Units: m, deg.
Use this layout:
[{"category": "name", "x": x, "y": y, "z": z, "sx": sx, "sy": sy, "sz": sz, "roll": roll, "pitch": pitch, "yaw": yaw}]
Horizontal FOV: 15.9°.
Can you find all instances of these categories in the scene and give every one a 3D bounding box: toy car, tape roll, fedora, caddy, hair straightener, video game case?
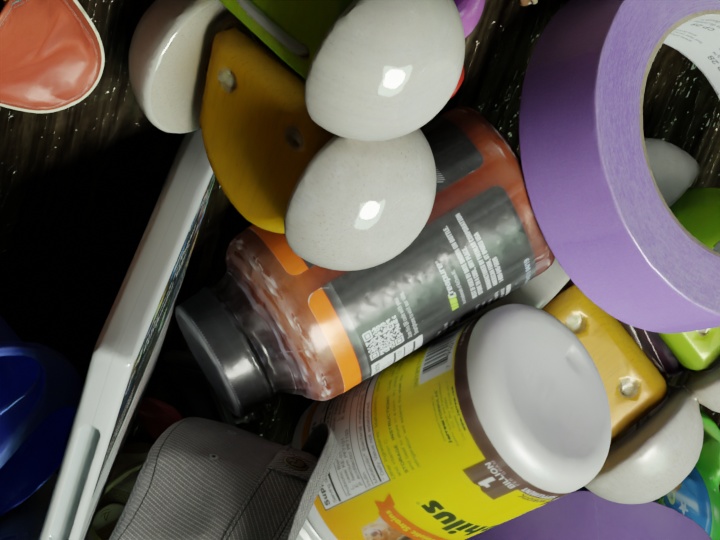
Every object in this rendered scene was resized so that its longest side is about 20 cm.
[{"category": "toy car", "x": 0.160, "y": 0.026, "z": 1.549, "sx": 0.200, "sy": 0.175, "sz": 0.150, "roll": -39, "pitch": -173, "yaw": 2}, {"category": "toy car", "x": -0.008, "y": -0.114, "z": 1.216, "sx": 0.150, "sy": 0.175, "sz": 0.200, "roll": -28, "pitch": 147, "yaw": -32}, {"category": "tape roll", "x": 0.134, "y": 0.228, "z": 1.651, "sx": 0.199, "sy": 0.085, "sz": 0.200, "roll": 0, "pitch": 143, "yaw": 0}, {"category": "tape roll", "x": 0.182, "y": -0.069, "z": 1.413, "sx": 0.199, "sy": 0.201, "sz": 0.066, "roll": -6, "pitch": 176, "yaw": -37}, {"category": "fedora", "x": -0.088, "y": 0.146, "z": 1.362, "sx": 0.177, "sy": 0.090, "sz": 0.200, "roll": -60, "pitch": 180, "yaw": 32}, {"category": "caddy", "x": -0.236, "y": 0.092, "z": 1.316, "sx": 0.200, "sy": 0.105, "sz": 0.142, "roll": -34, "pitch": 145, "yaw": -2}, {"category": "hair straightener", "x": -0.065, "y": 0.113, "z": 1.518, "sx": 0.077, "sy": 0.041, "sz": 0.200, "roll": -58, "pitch": 135, "yaw": -28}, {"category": "video game case", "x": -0.119, "y": 0.044, "z": 1.316, "sx": 0.023, "sy": 0.200, "sz": 0.182, "roll": 20, "pitch": 129, "yaw": -1}]

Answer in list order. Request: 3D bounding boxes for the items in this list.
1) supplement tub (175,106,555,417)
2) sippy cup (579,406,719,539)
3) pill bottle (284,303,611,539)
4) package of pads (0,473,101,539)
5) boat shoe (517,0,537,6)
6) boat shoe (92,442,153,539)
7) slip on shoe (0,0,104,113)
[{"category": "supplement tub", "x": 0.000, "y": 0.000, "z": 1.412, "sx": 0.199, "sy": 0.107, "sz": 0.107, "roll": -30, "pitch": 146, "yaw": -11}, {"category": "sippy cup", "x": 0.157, "y": 0.163, "z": 1.741, "sx": 0.130, "sy": 0.139, "sz": 0.179, "roll": 34, "pitch": 66, "yaw": -44}, {"category": "pill bottle", "x": 0.037, "y": 0.102, "z": 1.458, "sx": 0.109, "sy": 0.110, "sz": 0.200, "roll": 7, "pitch": 153, "yaw": -45}, {"category": "package of pads", "x": -0.155, "y": 0.210, "z": 1.424, "sx": 0.068, "sy": 0.155, "sz": 0.200, "roll": -29, "pitch": 109, "yaw": 2}, {"category": "boat shoe", "x": 0.059, "y": -0.181, "z": 1.278, "sx": 0.072, "sy": 0.076, "sz": 0.200, "roll": -42, "pitch": 144, "yaw": 13}, {"category": "boat shoe", "x": -0.174, "y": 0.191, "z": 1.528, "sx": 0.200, "sy": 0.065, "sz": 0.071, "roll": -49, "pitch": 144, "yaw": 19}, {"category": "slip on shoe", "x": -0.178, "y": -0.115, "z": 1.159, "sx": 0.074, "sy": 0.061, "sz": 0.200, "roll": -42, "pitch": 147, "yaw": 7}]
